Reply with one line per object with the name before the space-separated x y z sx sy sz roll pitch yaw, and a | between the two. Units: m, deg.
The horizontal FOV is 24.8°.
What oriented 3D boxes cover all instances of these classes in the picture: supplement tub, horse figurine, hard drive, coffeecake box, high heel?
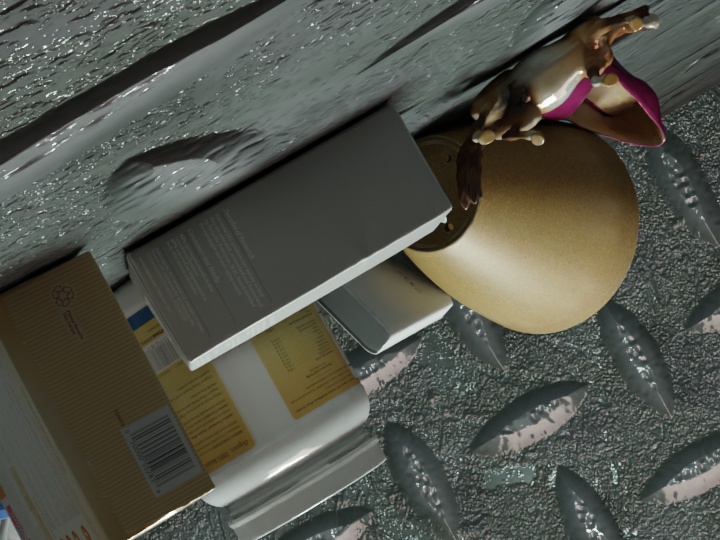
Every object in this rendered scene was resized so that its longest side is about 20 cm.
supplement tub | -0.082 0.079 1.183 0.144 0.201 0.145 -29 177 -2
horse figurine | 0.135 -0.131 1.176 0.200 0.050 0.133 -39 -167 6
hard drive | 0.000 0.000 1.321 0.026 0.132 0.200 -48 172 16
coffeecake box | -0.178 0.096 0.991 0.073 0.154 0.200 -28 176 -26
high heel | 0.205 -0.135 1.379 0.067 0.096 0.200 -42 173 32

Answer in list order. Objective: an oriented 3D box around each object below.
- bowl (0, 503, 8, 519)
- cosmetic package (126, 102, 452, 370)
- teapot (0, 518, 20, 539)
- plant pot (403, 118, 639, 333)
bowl | -0.241 0.123 1.363 0.200 0.039 0.201 -36 -166 11
cosmetic package | -0.046 -0.019 1.068 0.199 0.091 0.107 -33 177 -10
teapot | -0.524 0.417 2.782 0.199 0.147 0.197 -28 176 -15
plant pot | 0.106 -0.047 1.355 0.186 0.188 0.199 -32 159 26
